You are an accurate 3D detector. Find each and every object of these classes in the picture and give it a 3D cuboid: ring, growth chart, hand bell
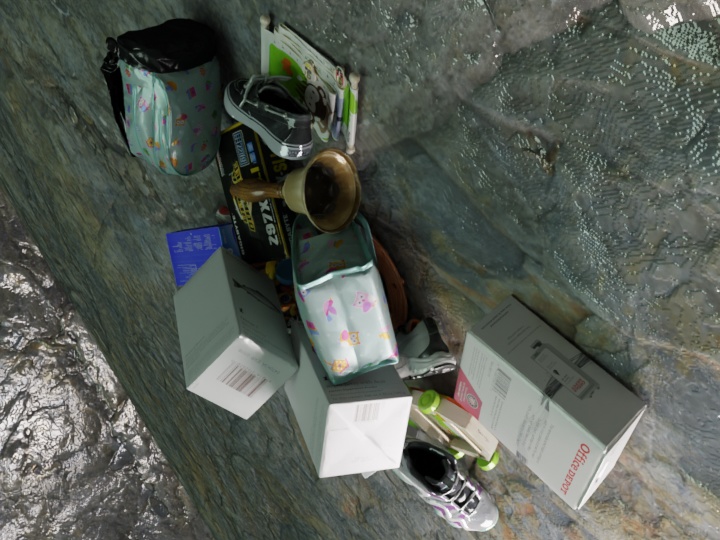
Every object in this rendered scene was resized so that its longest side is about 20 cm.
[{"bbox_3d":[0.000,0.000,1.217,0.199,0.019,0.203,38,148,29],"label":"ring"},{"bbox_3d":[-0.067,-0.232,1.073,0.199,0.018,0.146,40,150,29],"label":"growth chart"},{"bbox_3d":[-0.104,-0.104,1.119,0.197,0.104,0.106,4,125,43],"label":"hand bell"}]

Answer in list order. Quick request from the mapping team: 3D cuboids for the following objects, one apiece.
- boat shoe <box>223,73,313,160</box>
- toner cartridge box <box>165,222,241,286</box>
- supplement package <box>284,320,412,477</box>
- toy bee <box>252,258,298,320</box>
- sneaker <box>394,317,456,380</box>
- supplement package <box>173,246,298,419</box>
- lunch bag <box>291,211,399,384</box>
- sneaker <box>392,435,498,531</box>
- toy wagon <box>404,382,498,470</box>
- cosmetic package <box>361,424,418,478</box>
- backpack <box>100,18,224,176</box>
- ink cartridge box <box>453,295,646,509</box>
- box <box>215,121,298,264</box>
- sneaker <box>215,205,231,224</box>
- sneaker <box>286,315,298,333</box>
[{"bbox_3d":[-0.118,-0.212,1.073,0.200,0.072,0.069,52,142,48],"label":"boat shoe"},{"bbox_3d":[-0.260,-0.025,1.434,0.198,0.043,0.097,-1,103,52],"label":"toner cartridge box"},{"bbox_3d":[-0.024,0.168,1.181,0.201,0.118,0.122,-124,37,-55],"label":"supplement package"},{"bbox_3d":[-0.132,0.031,1.367,0.198,0.108,0.133,25,138,44],"label":"toy bee"},{"bbox_3d":[0.072,0.112,1.186,0.200,0.072,0.081,148,111,-66],"label":"sneaker"},{"bbox_3d":[-0.184,0.087,1.226,0.116,0.117,0.202,34,-160,-37],"label":"supplement package"},{"bbox_3d":[-0.028,0.018,1.130,0.201,0.119,0.173,-111,4,-58],"label":"lunch bag"},{"bbox_3d":[0.129,0.314,1.232,0.198,0.079,0.140,34,165,0],"label":"sneaker"},{"bbox_3d":[0.107,0.215,1.218,0.155,0.040,0.198,46,160,-26],"label":"toy wagon"},{"bbox_3d":[-0.004,0.211,1.348,0.202,0.100,0.071,56,-168,-1],"label":"cosmetic package"},{"bbox_3d":[-0.270,-0.236,1.204,0.125,0.166,0.204,30,129,30],"label":"backpack"},{"bbox_3d":[0.210,0.152,0.977,0.199,0.082,0.148,41,149,27],"label":"ink cartridge box"},{"bbox_3d":[-0.149,-0.115,1.247,0.158,0.049,0.205,-5,101,57],"label":"box"},{"bbox_3d":[-0.220,-0.021,1.477,0.077,0.081,0.203,33,144,38],"label":"sneaker"},{"bbox_3d":[-0.110,0.131,1.474,0.199,0.075,0.117,29,145,45],"label":"sneaker"}]
